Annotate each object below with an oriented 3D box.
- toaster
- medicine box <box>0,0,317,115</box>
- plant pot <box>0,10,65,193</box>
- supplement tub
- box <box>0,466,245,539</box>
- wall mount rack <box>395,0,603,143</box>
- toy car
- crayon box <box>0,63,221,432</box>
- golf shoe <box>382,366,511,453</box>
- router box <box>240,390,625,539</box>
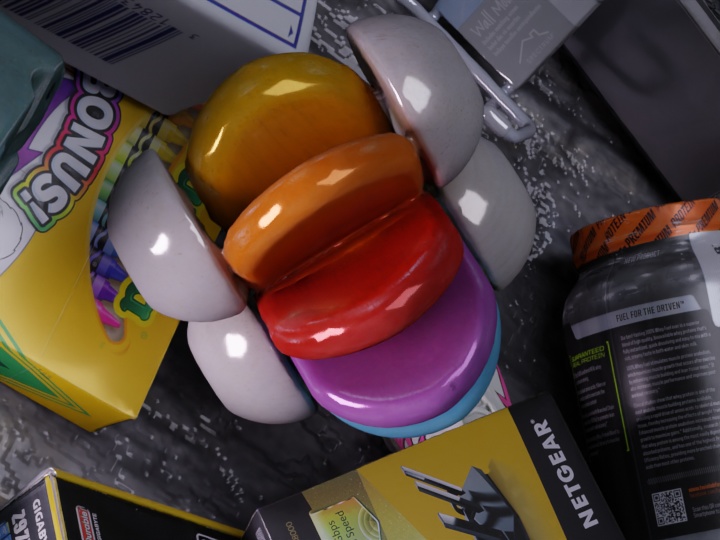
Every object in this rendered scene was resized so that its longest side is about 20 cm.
[{"bbox_3d":[0.207,-0.167,1.213,0.181,0.119,0.200,-42,98,-31],"label":"toaster"},{"bbox_3d":[-0.107,-0.204,0.978,0.182,0.103,0.201,26,63,-36],"label":"medicine box"},{"bbox_3d":[-0.239,-0.073,0.864,0.195,0.200,0.201,31,64,-5],"label":"plant pot"},{"bbox_3d":[0.176,0.070,1.132,0.122,0.122,0.201,-5,80,-29],"label":"supplement tub"},{"bbox_3d":[-0.075,0.199,0.932,0.159,0.049,0.201,28,35,-45],"label":"box"},{"bbox_3d":[0.064,-0.170,1.104,0.174,0.200,0.075,46,20,8],"label":"wall mount rack"},{"bbox_3d":[0.000,0.000,0.954,0.175,0.200,0.150,-33,49,-2],"label":"toy car"},{"bbox_3d":[-0.150,-0.051,1.025,0.172,0.058,0.201,31,65,-18],"label":"crayon box"},{"bbox_3d":[0.060,0.095,1.082,0.072,0.092,0.201,-9,80,-29],"label":"golf shoe"},{"bbox_3d":[0.058,0.175,0.967,0.157,0.052,0.201,-21,72,-21],"label":"router box"}]
